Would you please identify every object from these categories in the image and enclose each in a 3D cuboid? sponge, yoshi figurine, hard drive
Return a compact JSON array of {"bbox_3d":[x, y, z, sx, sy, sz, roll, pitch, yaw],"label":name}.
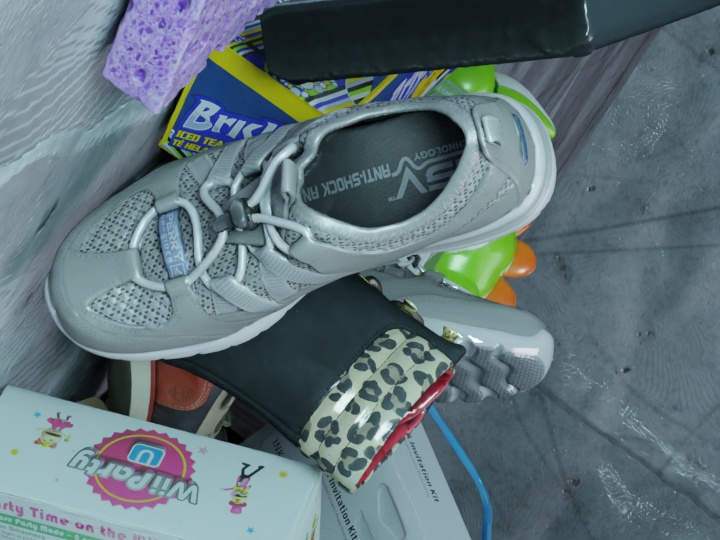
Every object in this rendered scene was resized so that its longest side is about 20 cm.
[{"bbox_3d":[-0.021,-0.154,0.849,0.112,0.030,0.200,-48,171,-49],"label":"sponge"},{"bbox_3d":[0.027,-0.052,1.331,0.112,0.112,0.201,-17,-122,37],"label":"yoshi figurine"},{"bbox_3d":[0.072,-0.109,0.992,0.200,0.139,0.033,-25,108,-55],"label":"hard drive"}]

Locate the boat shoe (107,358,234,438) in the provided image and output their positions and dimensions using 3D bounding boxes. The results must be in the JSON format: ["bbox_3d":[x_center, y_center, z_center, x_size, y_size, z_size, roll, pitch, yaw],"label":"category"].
[{"bbox_3d":[-0.086,0.056,1.186,0.062,0.072,0.200,-8,160,-12],"label":"boat shoe"}]

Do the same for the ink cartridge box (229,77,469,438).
[{"bbox_3d":[-0.019,-0.013,1.254,0.201,0.104,0.059,-57,174,20],"label":"ink cartridge box"}]

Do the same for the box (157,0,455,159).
[{"bbox_3d":[-0.003,-0.098,1.083,0.200,0.070,0.064,-47,169,-53],"label":"box"}]

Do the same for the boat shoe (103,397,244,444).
[{"bbox_3d":[-0.103,0.096,1.334,0.200,0.073,0.075,-47,170,-52],"label":"boat shoe"}]

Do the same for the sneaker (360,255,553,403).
[{"bbox_3d":[0.000,0.000,1.161,0.082,0.199,0.075,-65,157,-20],"label":"sneaker"}]

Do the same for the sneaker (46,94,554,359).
[{"bbox_3d":[-0.031,-0.027,0.937,0.199,0.075,0.082,-22,166,10],"label":"sneaker"}]

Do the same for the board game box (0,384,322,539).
[{"bbox_3d":[-0.095,0.158,1.100,0.064,0.147,0.201,-64,163,-45],"label":"board game box"}]

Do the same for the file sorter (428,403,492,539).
[{"bbox_3d":[-0.037,0.152,1.416,0.199,0.123,0.139,-29,-161,17],"label":"file sorter"}]

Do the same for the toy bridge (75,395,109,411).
[{"bbox_3d":[-0.161,0.145,1.224,0.067,0.027,0.201,-15,140,-28],"label":"toy bridge"}]

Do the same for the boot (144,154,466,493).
[{"bbox_3d":[-0.017,-0.003,1.086,0.204,0.153,0.074,-47,168,-45],"label":"boot"}]

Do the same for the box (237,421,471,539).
[{"bbox_3d":[-0.034,0.160,1.212,0.200,0.157,0.041,-40,150,29],"label":"box"}]
